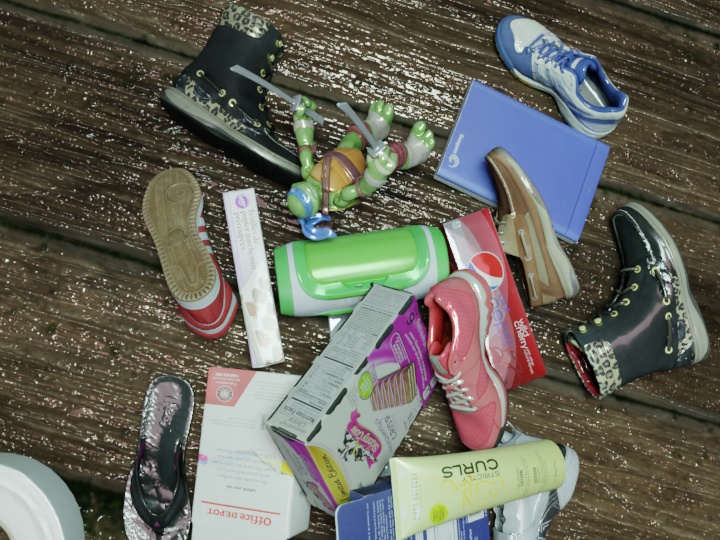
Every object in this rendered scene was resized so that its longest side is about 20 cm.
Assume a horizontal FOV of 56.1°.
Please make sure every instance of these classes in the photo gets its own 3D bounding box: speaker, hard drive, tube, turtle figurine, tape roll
[{"bbox_3d":[0.000,0.000,0.780,0.194,0.088,0.091,-8,83,-8],"label":"speaker"},{"bbox_3d":[0.205,-0.137,0.853,0.195,0.025,0.135,24,80,-3],"label":"hard drive"},{"bbox_3d":[0.120,0.216,0.690,0.194,0.053,0.059,-3,46,-23],"label":"tube"},{"bbox_3d":[-0.006,-0.150,0.737,0.193,0.141,0.205,-33,114,-43],"label":"turtle figurine"},{"bbox_3d":[-0.395,0.298,0.699,0.196,0.071,0.209,1,83,-7],"label":"tape roll"}]

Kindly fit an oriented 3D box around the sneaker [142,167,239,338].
[{"bbox_3d":[-0.194,-0.016,0.776,0.069,0.114,0.203,-17,55,-6],"label":"sneaker"}]

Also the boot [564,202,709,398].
[{"bbox_3d":[0.313,0.036,0.813,0.150,0.074,0.209,-21,84,-7],"label":"boot"}]

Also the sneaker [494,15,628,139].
[{"bbox_3d":[0.256,-0.257,0.845,0.199,0.088,0.076,42,81,2],"label":"sneaker"}]

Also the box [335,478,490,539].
[{"bbox_3d":[0.053,0.273,0.687,0.196,0.032,0.125,-3,88,-36],"label":"box"}]

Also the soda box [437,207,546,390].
[{"bbox_3d":[0.149,0.037,0.800,0.062,0.070,0.205,-18,84,-10],"label":"soda box"}]

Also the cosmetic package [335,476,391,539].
[{"bbox_3d":[0.019,0.335,0.740,0.098,0.074,0.207,5,82,-8],"label":"cosmetic package"}]

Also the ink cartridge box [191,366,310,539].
[{"bbox_3d":[-0.112,0.213,0.730,0.113,0.067,0.207,3,81,17],"label":"ink cartridge box"}]

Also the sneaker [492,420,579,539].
[{"bbox_3d":[0.164,0.275,0.770,0.113,0.075,0.204,28,75,-2],"label":"sneaker"}]

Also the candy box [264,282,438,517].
[{"bbox_3d":[0.002,0.134,0.706,0.060,0.139,0.201,13,50,37],"label":"candy box"}]

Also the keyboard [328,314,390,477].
[{"bbox_3d":[-0.002,0.141,0.800,0.054,0.011,0.207,-6,83,-2],"label":"keyboard"}]

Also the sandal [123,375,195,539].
[{"bbox_3d":[-0.223,0.219,0.741,0.073,0.048,0.207,2,81,-7],"label":"sandal"}]

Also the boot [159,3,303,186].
[{"bbox_3d":[-0.117,-0.207,0.802,0.200,0.073,0.157,30,77,-4],"label":"boot"}]

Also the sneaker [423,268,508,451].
[{"bbox_3d":[0.103,0.106,0.737,0.085,0.073,0.207,-12,94,-45],"label":"sneaker"}]

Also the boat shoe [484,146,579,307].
[{"bbox_3d":[0.190,-0.046,0.802,0.070,0.076,0.204,-26,98,9],"label":"boat shoe"}]

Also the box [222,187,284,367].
[{"bbox_3d":[-0.124,0.010,0.787,0.037,0.041,0.206,-10,84,-8],"label":"box"}]
